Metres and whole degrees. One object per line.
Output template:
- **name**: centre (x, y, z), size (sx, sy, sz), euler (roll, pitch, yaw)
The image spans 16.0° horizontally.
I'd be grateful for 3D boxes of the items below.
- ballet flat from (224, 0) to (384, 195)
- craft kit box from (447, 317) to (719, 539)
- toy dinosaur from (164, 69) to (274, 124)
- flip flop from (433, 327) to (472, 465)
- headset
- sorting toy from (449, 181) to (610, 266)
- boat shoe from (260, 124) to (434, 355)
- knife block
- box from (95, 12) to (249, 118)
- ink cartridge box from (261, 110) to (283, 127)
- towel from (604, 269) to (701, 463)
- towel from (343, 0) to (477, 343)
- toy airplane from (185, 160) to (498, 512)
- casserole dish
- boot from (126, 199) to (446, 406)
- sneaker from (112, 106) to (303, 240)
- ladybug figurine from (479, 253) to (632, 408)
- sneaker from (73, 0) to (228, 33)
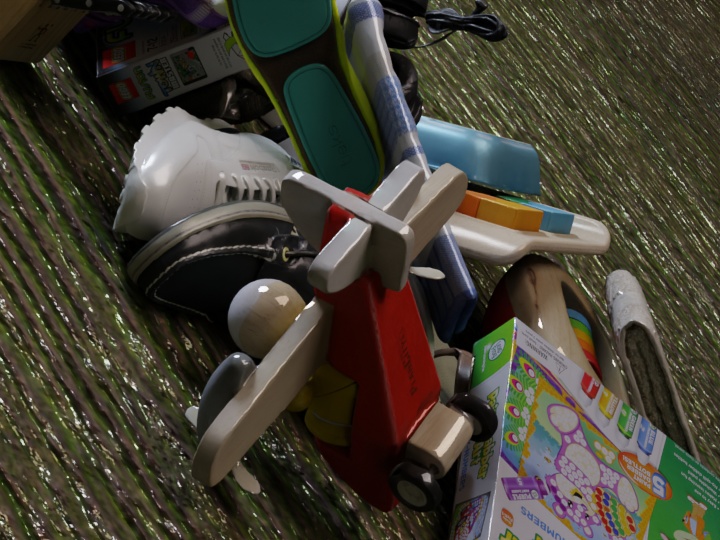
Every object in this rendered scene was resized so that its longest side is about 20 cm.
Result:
- **ballet flat**: centre (-0.038, -0.134, 1.557), size (0.067, 0.067, 0.200), euler (-115, -175, -74)
- **craft kit box**: centre (0.142, 0.158, 1.579), size (0.200, 0.048, 0.198), euler (37, 41, -24)
- **toy dinosaur**: centre (-0.091, -0.125, 1.702), size (0.200, 0.102, 0.077), euler (-82, 164, -57)
- **flip flop**: centre (0.080, 0.096, 1.637), size (0.081, 0.058, 0.200), euler (20, 31, -52)
- **headset**: centre (0.023, -0.145, 1.732), size (0.094, 0.124, 0.200), euler (13, 24, 23)
- **sorting toy**: centre (0.065, -0.048, 1.804), size (0.185, 0.037, 0.200), euler (18, 11, 22)
- **boat shoe**: centre (0.000, 0.000, 1.651), size (0.200, 0.075, 0.093), euler (64, 10, 21)
- **knife block**: centre (-0.183, -0.218, 1.545), size (0.200, 0.176, 0.064), euler (51, 18, 16)
- **box**: centre (-0.119, -0.182, 1.692), size (0.200, 0.110, 0.035), euler (-101, 168, -56)
- **ink cartridge box**: centre (-0.035, -0.192, 1.897), size (0.067, 0.116, 0.200), euler (41, 19, -15)
- **towel**: centre (0.212, 0.106, 1.809), size (0.133, 0.034, 0.200), euler (-91, 162, -74)
- **towel**: centre (0.030, -0.062, 1.573), size (0.147, 0.024, 0.200), euler (100, -29, -78)
- **toy airplane**: centre (-0.017, 0.027, 1.386), size (0.141, 0.200, 0.200), euler (12, 0, 34)
- **casserole dish**: centre (0.068, -0.088, 1.874), size (0.121, 0.039, 0.200), euler (16, 3, 16)
- **boot**: centre (-0.032, 0.042, 1.491), size (0.203, 0.073, 0.154), euler (5, 50, -53)
- **sneaker**: centre (-0.083, -0.050, 1.533), size (0.080, 0.077, 0.200), euler (26, 17, 13)
- **ladybug figurine**: centre (0.130, 0.065, 1.765), size (0.136, 0.072, 0.200), euler (54, 14, -22)
- **sneaker**: centre (-0.145, -0.180, 1.629), size (0.081, 0.084, 0.200), euler (37, -7, -39)
